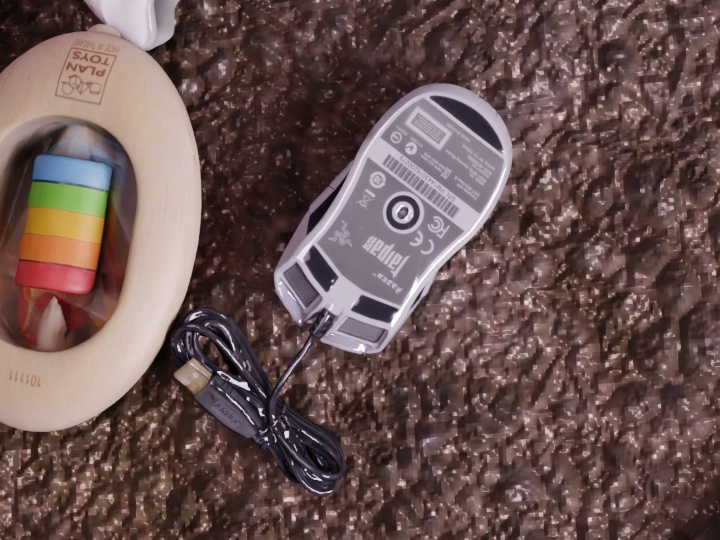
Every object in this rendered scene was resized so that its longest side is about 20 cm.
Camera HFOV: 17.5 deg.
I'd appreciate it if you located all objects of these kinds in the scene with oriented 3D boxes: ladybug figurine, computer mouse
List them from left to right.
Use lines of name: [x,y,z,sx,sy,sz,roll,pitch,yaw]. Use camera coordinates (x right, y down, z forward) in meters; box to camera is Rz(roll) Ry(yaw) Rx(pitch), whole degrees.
ladybug figurine: [-0.139,-0.020,1.146,0.135,0.072,0.202,12,87,15]
computer mouse: [0.000,0.000,1.124,0.109,0.044,0.200,38,89,-7]

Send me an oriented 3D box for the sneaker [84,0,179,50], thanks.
sneaker: [-0.059,-0.186,1.156,0.200,0.078,0.100,-41,84,13]
